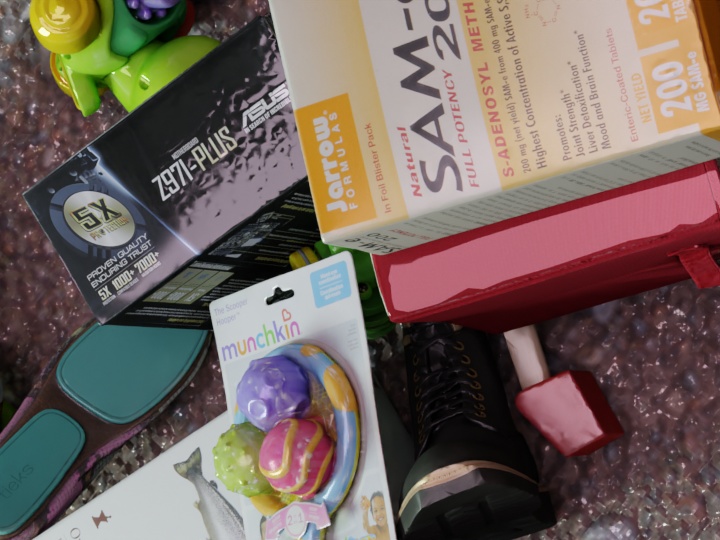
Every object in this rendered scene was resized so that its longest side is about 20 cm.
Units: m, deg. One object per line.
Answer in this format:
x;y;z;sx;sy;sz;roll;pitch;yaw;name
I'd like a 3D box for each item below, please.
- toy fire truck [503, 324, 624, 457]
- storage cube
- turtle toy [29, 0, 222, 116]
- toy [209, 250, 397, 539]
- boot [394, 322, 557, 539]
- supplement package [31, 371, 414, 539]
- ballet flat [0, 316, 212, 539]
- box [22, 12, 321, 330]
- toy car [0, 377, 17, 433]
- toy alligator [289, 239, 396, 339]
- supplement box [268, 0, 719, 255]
0.114;-0.016;1.537;0.141;0.049;0.200;-35;77;15;toy fire truck
0.101;-0.074;1.427;0.180;0.171;0.200;-16;82;19;storage cube
-0.135;-0.153;1.598;0.101;0.146;0.200;-21;81;-3;turtle toy
-0.039;0.101;1.442;0.115;0.047;0.200;-20;78;45;toy
0.042;0.071;1.481;0.077;0.200;0.138;-17;78;4;boot
-0.064;0.150;1.559;0.200;0.117;0.117;-34;75;15;supplement package
-0.160;0.089;1.610;0.069;0.071;0.200;37;64;7;ballet flat
-0.057;-0.047;1.520;0.164;0.200;0.086;-36;77;16;box
-0.259;0.004;1.625;0.158;0.164;0.200;13;80;20;toy car
0.000;0.000;1.503;0.059;0.200;0.054;-27;76;-7;toy alligator
0.070;-0.094;1.309;0.200;0.074;0.126;-17;80;21;supplement box
